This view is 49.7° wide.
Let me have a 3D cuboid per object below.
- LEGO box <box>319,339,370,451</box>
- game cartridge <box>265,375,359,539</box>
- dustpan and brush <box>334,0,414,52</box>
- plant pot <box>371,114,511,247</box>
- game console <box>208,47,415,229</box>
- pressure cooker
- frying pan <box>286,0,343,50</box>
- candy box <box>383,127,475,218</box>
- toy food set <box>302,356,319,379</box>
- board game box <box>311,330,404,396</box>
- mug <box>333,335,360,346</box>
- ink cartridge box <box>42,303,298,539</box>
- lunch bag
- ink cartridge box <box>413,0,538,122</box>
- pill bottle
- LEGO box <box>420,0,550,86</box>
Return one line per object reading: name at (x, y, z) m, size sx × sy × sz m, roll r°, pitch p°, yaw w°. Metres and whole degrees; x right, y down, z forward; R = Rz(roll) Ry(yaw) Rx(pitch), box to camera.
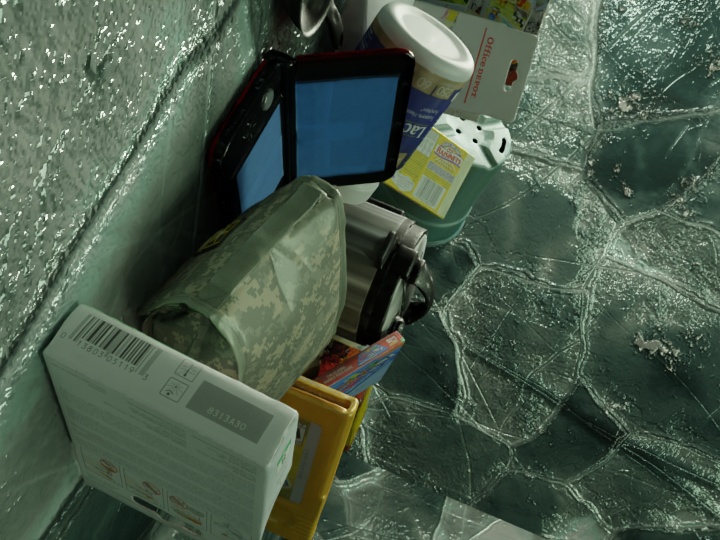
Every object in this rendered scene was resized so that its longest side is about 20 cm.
LEGO box at (-0.063, 0.182, 1.194) m, size 0.200 × 0.149 × 0.077 m, roll 100°, pitch 14°, yaw -56°
game cartridge at (-0.109, 0.176, 0.780) m, size 0.032 × 0.176 × 0.200 m, roll -58°, pitch 167°, yaw -58°
dustpan and brush at (0.001, -0.251, 0.898) m, size 0.140 × 0.057 × 0.200 m, roll -35°, pitch 142°, yaw -56°
plant pot at (0.131, -0.172, 1.256) m, size 0.196 × 0.200 × 0.200 m, roll -49°, pitch -169°, yaw 52°
game console at (-0.043, -0.095, 0.713) m, size 0.200 × 0.119 × 0.173 m, roll 97°, pitch 16°, yaw -62°
pressure cooker at (-0.001, 0.003, 0.981) m, size 0.176 × 0.200 × 0.179 m, roll -42°, pitch 152°, yaw -68°
frying pan at (-0.028, -0.260, 0.684) m, size 0.190 × 0.031 × 0.115 m, roll -55°, pitch 165°, yaw -76°
candy box at (0.066, -0.159, 1.074) m, size 0.026 × 0.200 × 0.102 m, roll 24°, pitch -93°, yaw 56°
toy food set at (-0.120, 0.157, 0.910) m, size 0.198 × 0.049 × 0.200 m, roll -44°, pitch 166°, yaw -17°
board game box at (-0.040, 0.144, 0.908) m, size 0.200 × 0.019 × 0.103 m, roll -27°, pitch 158°, yaw -33°
mug at (-0.032, 0.007, 1.170) m, size 0.149 × 0.187 × 0.153 m, roll -35°, pitch 156°, yaw -8°
ink cartridge box at (-0.129, 0.126, 0.545) m, size 0.050 × 0.161 × 0.200 m, roll -59°, pitch 169°, yaw -36°
lunch bag at (-0.092, 0.027, 0.641) m, size 0.164 × 0.117 × 0.200 m, roll -49°, pitch 165°, yaw -36°
ink cartridge box at (0.107, -0.258, 0.969) m, size 0.067 × 0.200 × 0.117 m, roll -30°, pitch 137°, yaw -84°
pill bottle at (0.021, -0.174, 0.838) m, size 0.200 × 0.116 × 0.116 m, roll -52°, pitch -177°, yaw 34°
LEGO box at (0.143, -0.349, 1.028) m, size 0.077 × 0.200 × 0.149 m, roll -53°, pitch 163°, yaw -66°
